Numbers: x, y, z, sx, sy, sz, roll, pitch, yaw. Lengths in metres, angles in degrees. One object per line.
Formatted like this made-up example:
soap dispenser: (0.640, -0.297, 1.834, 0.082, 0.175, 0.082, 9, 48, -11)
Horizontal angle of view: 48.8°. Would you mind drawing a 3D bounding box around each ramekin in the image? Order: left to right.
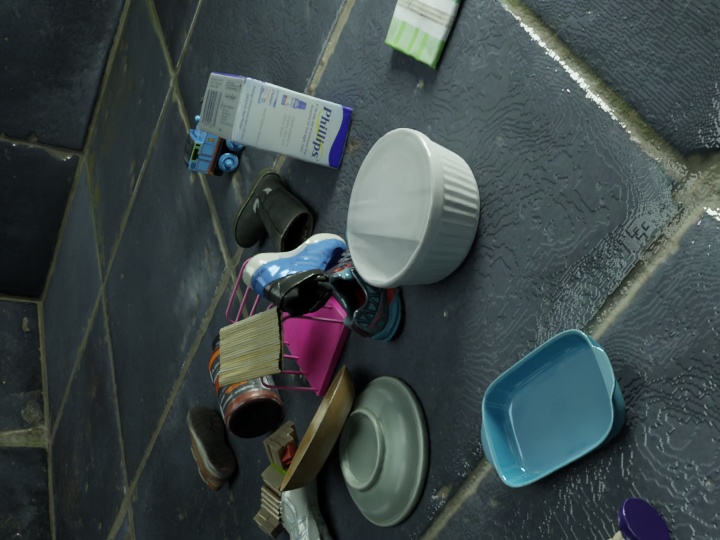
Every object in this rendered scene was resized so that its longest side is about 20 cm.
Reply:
ramekin: (0.071, -0.074, 1.034, 0.202, 0.093, 0.206, -22, 64, 55)

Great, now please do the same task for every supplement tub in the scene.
supplement tub: (-0.213, 0.196, 1.428, 0.108, 0.106, 0.201, -63, 35, 27)

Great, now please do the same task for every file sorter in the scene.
file sorter: (-0.126, 0.086, 1.290, 0.200, 0.124, 0.141, 48, 123, 52)

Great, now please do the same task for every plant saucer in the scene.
plant saucer: (-0.055, 0.235, 1.150, 0.202, 0.035, 0.200, -62, 2, 3)
plant saucer: (0.017, 0.246, 1.086, 0.199, 0.050, 0.203, -20, 66, 56)

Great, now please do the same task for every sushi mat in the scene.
sushi mat: (-0.171, 0.121, 1.224, 0.199, 0.012, 0.097, -22, 67, 52)

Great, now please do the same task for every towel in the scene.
towel: (0.100, -0.405, 1.130, 0.149, 0.030, 0.202, 47, 123, 54)

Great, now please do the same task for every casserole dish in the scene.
casserole dish: (0.199, 0.145, 0.819, 0.200, 0.038, 0.123, -48, 44, 44)

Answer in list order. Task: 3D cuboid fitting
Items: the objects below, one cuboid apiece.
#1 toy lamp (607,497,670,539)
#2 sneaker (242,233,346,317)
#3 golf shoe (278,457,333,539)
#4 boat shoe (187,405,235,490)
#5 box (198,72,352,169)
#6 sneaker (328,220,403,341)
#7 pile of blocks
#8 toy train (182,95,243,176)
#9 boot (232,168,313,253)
toy lamp: (0.206, 0.292, 0.752, 0.201, 0.057, 0.059, -59, 38, 35)
sneaker: (-0.069, 0.010, 1.186, 0.111, 0.199, 0.078, 38, 123, 28)
golf shoe: (-0.073, 0.390, 1.203, 0.096, 0.078, 0.203, -4, 78, 33)
boat shoe: (-0.307, 0.352, 1.579, 0.073, 0.075, 0.201, -67, 32, 26)
box: (-0.146, -0.254, 1.336, 0.183, 0.198, 0.106, 29, 106, 57)
sneaker: (0.000, 0.000, 1.131, 0.079, 0.094, 0.202, -44, 48, 41)
pile of blocks: (-0.116, 0.346, 1.273, 0.062, 0.081, 0.203, 25, 114, 39)
toy train: (-0.305, -0.297, 1.695, 0.087, 0.113, 0.202, 55, 128, 48)
boot: (-0.161, -0.075, 1.460, 0.200, 0.072, 0.184, 51, 127, 43)
